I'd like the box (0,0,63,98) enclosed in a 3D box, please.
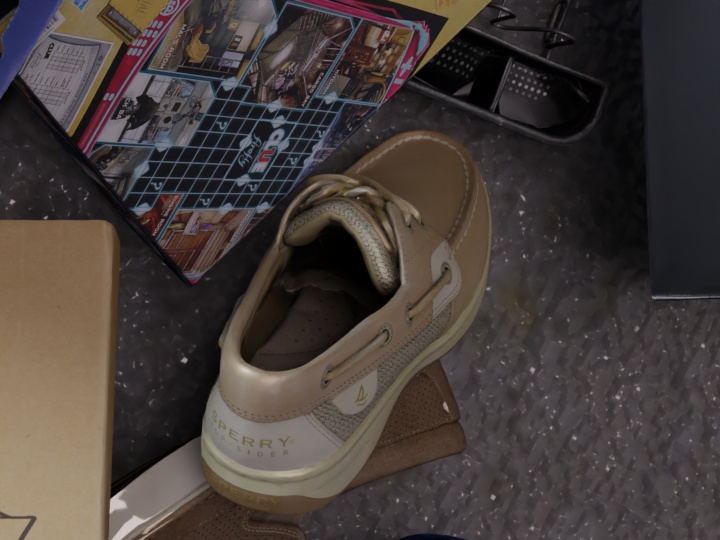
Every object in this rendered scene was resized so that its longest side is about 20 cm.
[{"bbox_3d":[-0.188,-0.116,0.660,0.199,0.032,0.122,30,73,-1],"label":"box"}]

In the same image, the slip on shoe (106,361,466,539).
[{"bbox_3d":[-0.044,0.085,0.797,0.200,0.076,0.061,-32,91,-33],"label":"slip on shoe"}]

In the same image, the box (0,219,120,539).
[{"bbox_3d":[-0.163,0.078,0.726,0.162,0.021,0.201,0,69,-1],"label":"box"}]

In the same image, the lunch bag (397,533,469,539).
[{"bbox_3d":[0.015,0.168,0.758,0.135,0.200,0.133,-30,97,-17],"label":"lunch bag"}]

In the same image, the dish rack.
[{"bbox_3d":[0.045,-0.164,0.849,0.153,0.055,0.201,21,87,-21],"label":"dish rack"}]

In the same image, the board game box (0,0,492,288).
[{"bbox_3d":[-0.027,-0.108,0.755,0.200,0.035,0.136,-44,132,-8],"label":"board game box"}]

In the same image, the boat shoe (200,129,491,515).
[{"bbox_3d":[0.000,0.000,0.780,0.072,0.065,0.200,16,39,16],"label":"boat shoe"}]

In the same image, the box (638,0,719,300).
[{"bbox_3d":[0.160,-0.090,0.849,0.141,0.078,0.201,0,88,-65],"label":"box"}]
